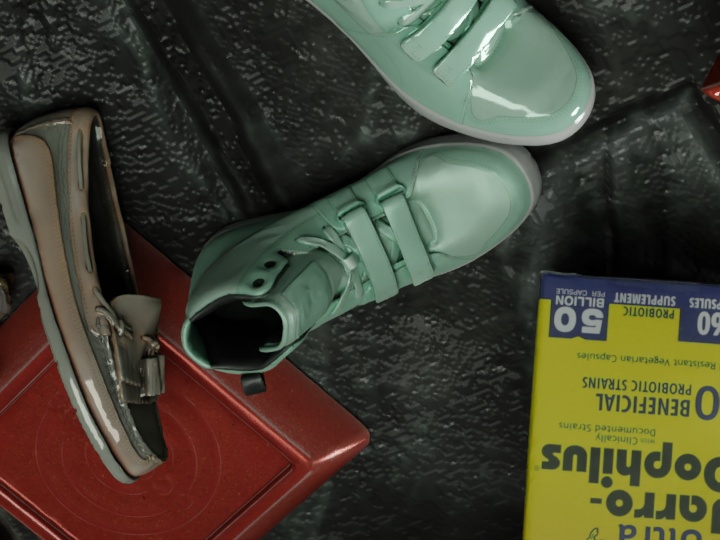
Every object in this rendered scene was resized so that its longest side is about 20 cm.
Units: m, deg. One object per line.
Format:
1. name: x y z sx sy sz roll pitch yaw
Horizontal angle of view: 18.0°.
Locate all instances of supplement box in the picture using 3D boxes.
1. supplement box: 0.140 0.106 1.166 0.108 0.110 0.201 3 86 6

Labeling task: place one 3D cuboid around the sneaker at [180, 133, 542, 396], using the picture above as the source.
1. sneaker: 0.000 0.000 1.175 0.200 0.118 0.074 -21 112 17

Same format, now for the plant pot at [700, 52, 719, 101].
1. plant pot: 0.294 -0.129 1.010 0.199 0.200 0.177 23 89 -4

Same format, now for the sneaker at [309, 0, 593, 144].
1. sneaker: 0.037 -0.128 1.086 0.200 0.118 0.074 33 81 -10

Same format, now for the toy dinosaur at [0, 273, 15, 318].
1. toy dinosaur: -0.255 0.080 1.288 0.200 0.106 0.060 -36 130 19

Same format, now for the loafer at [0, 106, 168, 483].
1. loafer: -0.137 0.010 1.198 0.063 0.072 0.201 -22 84 8

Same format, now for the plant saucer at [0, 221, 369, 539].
1. plant saucer: -0.131 0.100 1.297 0.199 0.037 0.200 41 117 -13
